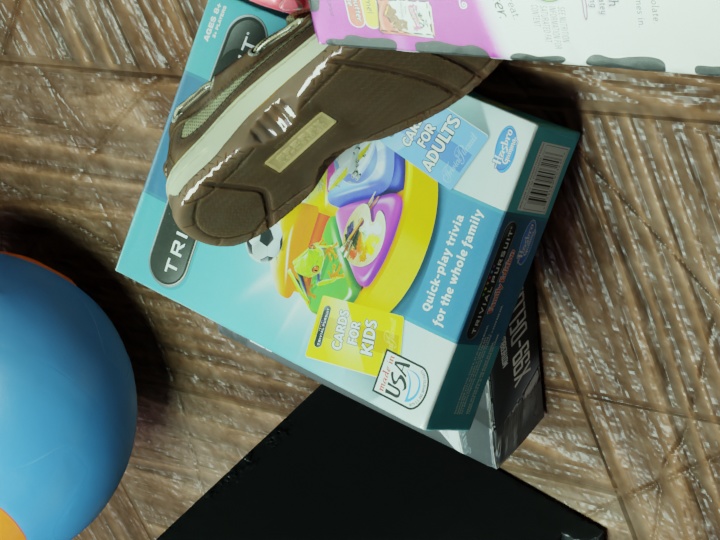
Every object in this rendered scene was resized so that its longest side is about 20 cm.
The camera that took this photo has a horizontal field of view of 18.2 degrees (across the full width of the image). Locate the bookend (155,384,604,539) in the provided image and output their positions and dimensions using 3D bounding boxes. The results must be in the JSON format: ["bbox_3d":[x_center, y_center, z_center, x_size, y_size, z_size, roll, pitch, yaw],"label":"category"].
[{"bbox_3d":[0.000,0.188,1.252,0.199,0.199,0.092,27,141,28],"label":"bookend"}]

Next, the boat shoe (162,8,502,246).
[{"bbox_3d":[-0.014,-0.097,1.023,0.075,0.202,0.075,39,-155,-44],"label":"boat shoe"}]

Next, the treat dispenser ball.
[{"bbox_3d":[-0.242,0.088,1.413,0.200,0.201,0.201,31,145,25],"label":"treat dispenser ball"}]

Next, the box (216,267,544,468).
[{"bbox_3d":[0.000,0.000,1.185,0.199,0.050,0.158,25,142,31],"label":"box"}]

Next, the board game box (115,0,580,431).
[{"bbox_3d":[-0.011,-0.031,1.083,0.199,0.047,0.152,25,100,31],"label":"board game box"}]

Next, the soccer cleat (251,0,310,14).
[{"bbox_3d":[-0.080,-0.189,1.073,0.199,0.076,0.067,29,112,2],"label":"soccer cleat"}]

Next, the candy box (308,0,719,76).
[{"bbox_3d":[0.070,-0.153,0.873,0.199,0.061,0.137,8,130,26],"label":"candy box"}]
